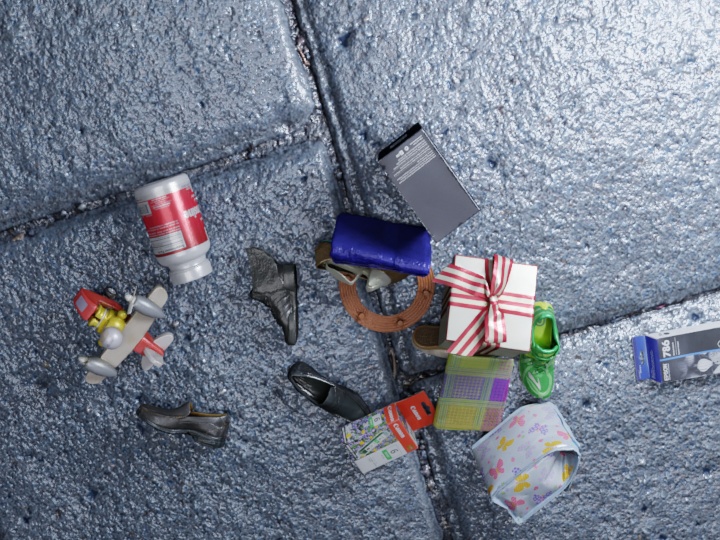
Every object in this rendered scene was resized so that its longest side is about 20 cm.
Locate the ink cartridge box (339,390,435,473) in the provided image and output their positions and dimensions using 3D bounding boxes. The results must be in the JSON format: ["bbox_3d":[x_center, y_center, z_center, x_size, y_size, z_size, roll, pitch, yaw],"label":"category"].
[{"bbox_3d":[0.066,0.337,1.738,0.198,0.051,0.110,-26,127,9],"label":"ink cartridge box"}]

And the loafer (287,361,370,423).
[{"bbox_3d":[-0.067,0.263,1.737,0.199,0.070,0.069,34,103,-6],"label":"loafer"}]

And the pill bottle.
[{"bbox_3d":[-0.364,-0.080,1.651,0.111,0.112,0.203,-16,102,6],"label":"pill bottle"}]

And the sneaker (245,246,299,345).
[{"bbox_3d":[-0.180,0.052,1.703,0.102,0.060,0.203,-1,98,2],"label":"sneaker"}]

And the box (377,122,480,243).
[{"bbox_3d":[0.125,-0.169,1.564,0.104,0.200,0.183,-35,100,9],"label":"box"}]

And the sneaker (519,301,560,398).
[{"bbox_3d":[0.361,0.167,1.689,0.073,0.084,0.203,-2,103,3],"label":"sneaker"}]

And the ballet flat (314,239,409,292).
[{"bbox_3d":[0.000,0.000,1.650,0.197,0.073,0.068,18,147,-1],"label":"ballet flat"}]

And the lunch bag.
[{"bbox_3d":[0.345,0.379,1.687,0.200,0.170,0.127,-43,114,11],"label":"lunch bag"}]

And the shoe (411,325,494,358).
[{"bbox_3d":[0.200,0.148,1.713,0.196,0.071,0.054,6,148,-2],"label":"shoe"}]

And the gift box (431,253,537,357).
[{"bbox_3d":[0.226,0.077,1.596,0.196,0.187,0.188,3,79,-1],"label":"gift box"}]

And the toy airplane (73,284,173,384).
[{"bbox_3d":[-0.479,0.132,1.690,0.196,0.141,0.204,-3,103,3],"label":"toy airplane"}]

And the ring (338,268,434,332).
[{"bbox_3d":[0.053,0.031,1.706,0.197,0.019,0.204,0,102,2],"label":"ring"}]

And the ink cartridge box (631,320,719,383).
[{"bbox_3d":[0.659,0.168,1.700,0.197,0.039,0.101,-12,103,6],"label":"ink cartridge box"}]

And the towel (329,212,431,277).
[{"bbox_3d":[0.041,-0.047,1.629,0.197,0.148,0.050,11,123,0],"label":"towel"}]

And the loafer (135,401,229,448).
[{"bbox_3d":[-0.373,0.310,1.768,0.197,0.073,0.073,19,95,-12],"label":"loafer"}]

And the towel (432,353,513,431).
[{"bbox_3d":[0.229,0.253,1.712,0.141,0.023,0.203,5,121,-4],"label":"towel"}]
